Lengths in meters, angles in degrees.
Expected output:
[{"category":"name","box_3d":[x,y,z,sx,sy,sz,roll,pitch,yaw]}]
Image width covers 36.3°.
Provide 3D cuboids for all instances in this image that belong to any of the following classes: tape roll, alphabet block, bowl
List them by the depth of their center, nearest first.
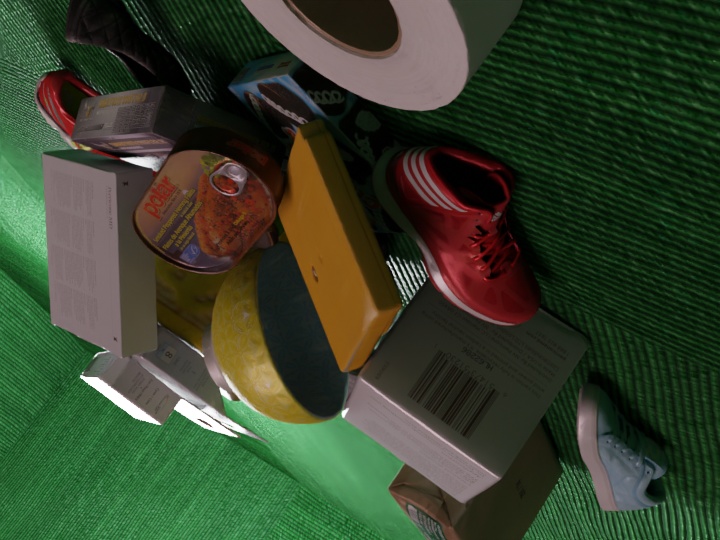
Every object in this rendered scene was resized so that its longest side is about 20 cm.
[{"category":"tape roll","box_3d":[-0.001,-0.193,0.677,0.202,0.071,0.203,32,163,11]},{"category":"bowl","box_3d":[-0.104,0.079,1.180,0.107,0.201,0.200,-20,134,20]},{"category":"alphabet block","box_3d":[-0.184,0.015,1.361,0.196,0.196,0.200,30,161,13]}]

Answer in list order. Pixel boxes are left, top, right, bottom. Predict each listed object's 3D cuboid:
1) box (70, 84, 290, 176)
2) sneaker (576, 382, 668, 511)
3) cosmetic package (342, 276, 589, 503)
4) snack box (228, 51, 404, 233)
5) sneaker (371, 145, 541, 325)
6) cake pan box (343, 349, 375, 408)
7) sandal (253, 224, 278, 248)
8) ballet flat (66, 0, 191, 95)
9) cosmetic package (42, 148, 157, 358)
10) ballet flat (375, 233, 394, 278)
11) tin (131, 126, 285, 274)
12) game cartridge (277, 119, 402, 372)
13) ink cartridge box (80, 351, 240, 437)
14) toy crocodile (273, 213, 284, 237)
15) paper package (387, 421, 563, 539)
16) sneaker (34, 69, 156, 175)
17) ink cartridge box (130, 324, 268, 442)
[{"category":"box","box_3d":[-0.179,-0.130,1.106,0.158,0.049,0.200,20,172,-35]},{"category":"sneaker","box_3d":[0.279,0.183,1.153,0.082,0.074,0.200,-6,138,21]},{"category":"cosmetic package","box_3d":[0.098,0.113,1.118,0.167,0.167,0.200,35,162,5]},{"category":"snack box","box_3d":[-0.017,-0.110,0.977,0.200,0.037,0.116,45,161,-25]},{"category":"sneaker","box_3d":[0.101,-0.024,0.911,0.200,0.078,0.115,42,163,-20]},{"category":"cake pan box","box_3d":[0.017,0.143,1.409,0.200,0.053,0.184,21,-171,36]},{"category":"sandal","box_3d":[-0.150,-0.050,1.138,0.200,0.055,0.082,9,136,53]},{"category":"ballet flat","box_3d":[-0.222,-0.202,1.047,0.066,0.057,0.200,23,171,24]},{"category":"cosmetic package","box_3d":[-0.283,-0.022,1.193,0.150,0.052,0.201,19,113,45]},{"category":"ballet flat","box_3d":[0.000,0.000,1.194,0.066,0.057,0.200,32,162,16]},{"category":"tin","box_3d":[-0.144,-0.063,1.026,0.112,0.042,0.200,27,145,-17]},{"category":"game cartridge","box_3d":[-0.022,-0.016,0.964,0.200,0.032,0.177,119,130,-69]},{"category":"ink cartridge box","box_3d":[-0.249,0.165,1.341,0.176,0.045,0.200,38,164,-13]},{"category":"toy crocodile","box_3d":[-0.103,-0.079,1.168,0.062,0.068,0.200,51,158,-22]},{"category":"paper package","box_3d":[0.149,0.261,1.361,0.103,0.191,0.200,23,157,34]},{"category":"sneaker","box_3d":[-0.314,-0.165,1.343,0.200,0.077,0.085,43,156,-20]},{"category":"ink cartridge box","box_3d":[-0.206,0.127,1.314,0.200,0.047,0.160,39,163,-29]}]
